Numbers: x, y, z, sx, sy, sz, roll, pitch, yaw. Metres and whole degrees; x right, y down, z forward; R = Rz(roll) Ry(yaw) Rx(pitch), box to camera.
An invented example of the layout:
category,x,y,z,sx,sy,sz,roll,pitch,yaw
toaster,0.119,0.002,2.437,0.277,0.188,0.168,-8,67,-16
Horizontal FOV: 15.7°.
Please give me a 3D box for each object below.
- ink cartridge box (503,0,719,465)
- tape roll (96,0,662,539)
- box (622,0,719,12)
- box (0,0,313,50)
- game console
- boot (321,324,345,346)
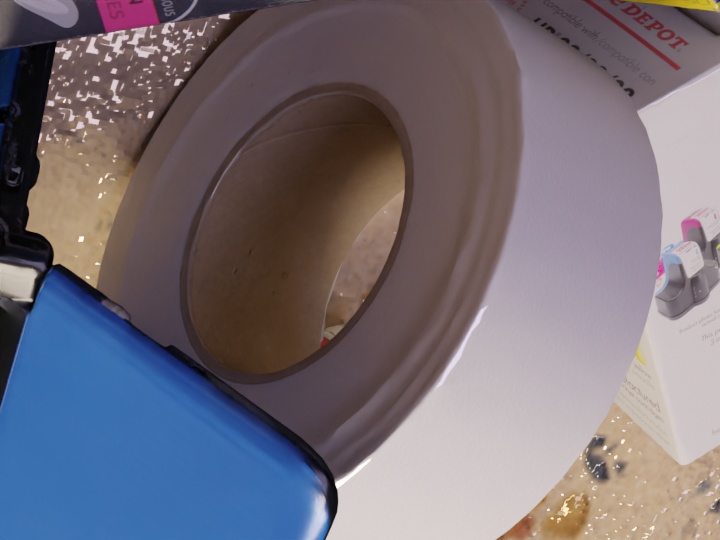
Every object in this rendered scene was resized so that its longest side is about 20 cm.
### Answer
category,x,y,z,sx,sy,sz,roll,pitch,yaw
ink cartridge box,0.094,-0.043,0.948,0.068,0.115,0.200,-29,128,-13
tape roll,0.000,0.000,0.864,0.071,0.202,0.203,27,102,-40
box,0.129,-0.179,0.869,0.200,0.070,0.064,-54,134,-25
box,-0.033,-0.150,0.757,0.200,0.106,0.122,-9,122,7
game console,-0.081,0.049,0.814,0.118,0.171,0.200,13,135,-10
boot,-0.052,0.126,0.997,0.144,0.072,0.200,-15,116,-22
